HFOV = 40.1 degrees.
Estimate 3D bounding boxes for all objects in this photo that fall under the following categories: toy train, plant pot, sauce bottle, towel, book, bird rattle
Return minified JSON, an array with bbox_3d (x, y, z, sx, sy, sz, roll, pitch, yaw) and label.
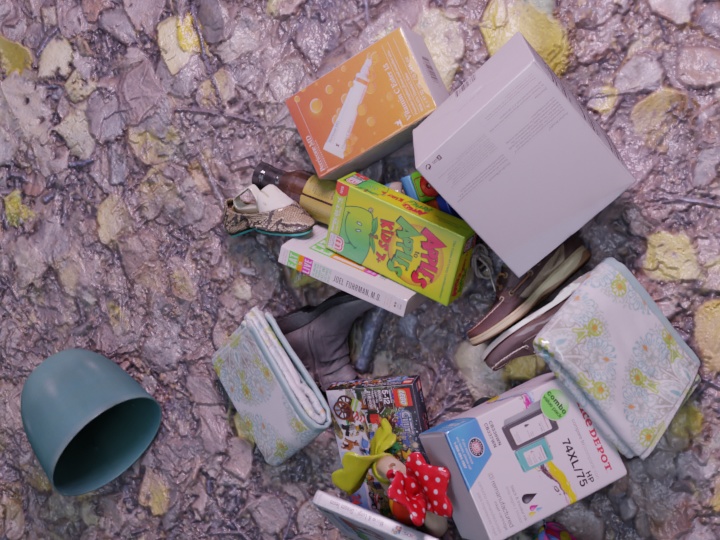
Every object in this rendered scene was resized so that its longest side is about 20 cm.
[{"bbox_3d":[0.108,-0.046,1.368,0.114,0.084,0.204,-16,97,38],"label":"toy train"},{"bbox_3d":[-0.438,0.222,1.552,0.161,0.199,0.202,43,108,26],"label":"plant pot"},{"bbox_3d":[-0.066,-0.109,1.435,0.197,0.065,0.066,24,103,19],"label":"sauce bottle"},{"bbox_3d":[-0.135,0.172,1.453,0.202,0.048,0.171,59,143,10],"label":"towel"},{"bbox_3d":[0.000,0.000,1.377,0.197,0.133,0.049,23,112,18],"label":"book"},{"bbox_3d":[0.325,0.108,1.224,0.201,0.171,0.048,49,148,-3],"label":"towel"},{"bbox_3d":[0.067,0.289,1.314,0.198,0.113,0.164,15,144,50],"label":"bird rattle"}]

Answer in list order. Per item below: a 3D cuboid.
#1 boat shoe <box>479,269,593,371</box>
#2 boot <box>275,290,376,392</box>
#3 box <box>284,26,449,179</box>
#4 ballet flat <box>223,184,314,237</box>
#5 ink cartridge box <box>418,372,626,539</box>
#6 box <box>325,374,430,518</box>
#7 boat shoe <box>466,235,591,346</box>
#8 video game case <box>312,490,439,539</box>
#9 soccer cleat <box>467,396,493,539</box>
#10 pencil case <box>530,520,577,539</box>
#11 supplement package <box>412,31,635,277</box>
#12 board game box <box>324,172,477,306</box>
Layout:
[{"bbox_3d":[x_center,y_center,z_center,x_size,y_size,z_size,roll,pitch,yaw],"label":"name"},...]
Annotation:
[{"bbox_3d":[0.250,0.079,1.317,0.199,0.072,0.060,-38,77,15],"label":"boat shoe"},{"bbox_3d":[-0.027,0.103,1.444,0.197,0.070,0.134,-21,94,27],"label":"boot"},{"bbox_3d":[0.015,-0.228,1.374,0.198,0.097,0.126,-28,84,22],"label":"box"},{"bbox_3d":[-0.143,-0.087,1.431,0.198,0.067,0.077,2,111,51],"label":"ballet flat"},{"bbox_3d":[0.203,0.234,1.262,0.197,0.146,0.149,-23,84,-13],"label":"ink cartridge box"},{"bbox_3d":[0.036,0.255,1.414,0.134,0.038,0.204,-7,103,23],"label":"box"},{"bbox_3d":[0.213,0.020,1.321,0.199,0.072,0.072,-41,80,12],"label":"boat shoe"},{"bbox_3d":[0.037,0.369,1.367,0.179,0.201,0.024,18,68,20],"label":"video game case"},{"bbox_3d":[0.173,0.279,1.356,0.066,0.081,0.205,2,95,22],"label":"soccer cleat"},{"bbox_3d":[0.226,0.434,1.345,0.088,0.088,0.202,39,108,15],"label":"pencil case"},{"bbox_3d":[0.199,-0.146,1.238,0.191,0.148,0.200,-40,109,19],"label":"supplement package"},{"bbox_3d":[0.052,-0.044,1.320,0.197,0.047,0.103,26,120,23],"label":"board game box"}]
